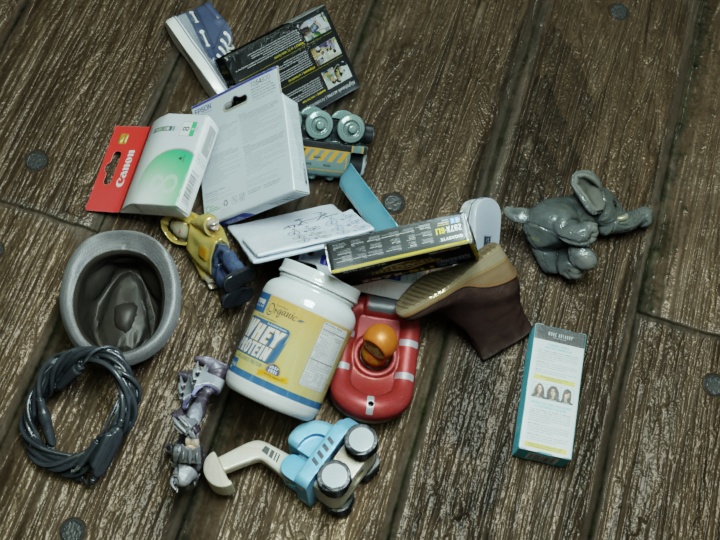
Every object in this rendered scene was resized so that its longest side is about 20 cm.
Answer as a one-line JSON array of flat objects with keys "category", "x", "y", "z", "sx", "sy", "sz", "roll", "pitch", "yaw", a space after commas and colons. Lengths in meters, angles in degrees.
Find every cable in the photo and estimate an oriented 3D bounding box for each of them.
[{"category": "cable", "x": -0.396, "y": 0.192, "z": 1.510, "sx": 0.162, "sy": 0.051, "sz": 0.201, "roll": 27, "pitch": 95, "yaw": 20}]

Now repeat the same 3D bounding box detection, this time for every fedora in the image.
[{"category": "fedora", "x": -0.351, "y": 0.049, "z": 1.582, "sx": 0.175, "sy": 0.090, "sz": 0.202, "roll": -6, "pitch": 75, "yaw": -6}]

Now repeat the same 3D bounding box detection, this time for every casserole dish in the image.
[{"category": "casserole dish", "x": 0.026, "y": -0.082, "z": 1.657, "sx": 0.039, "sy": 0.121, "sz": 0.200, "roll": -37, "pitch": 55, "yaw": 2}]

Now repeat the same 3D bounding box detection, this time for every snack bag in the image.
[{"category": "snack bag", "x": -0.095, "y": -0.063, "z": 1.623, "sx": 0.187, "sy": 0.200, "sz": 0.022, "roll": -14, "pitch": 110, "yaw": -14}]

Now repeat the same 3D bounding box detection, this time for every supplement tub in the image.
[{"category": "supplement tub", "x": -0.094, "y": 0.099, "z": 1.531, "sx": 0.144, "sy": 0.145, "sz": 0.201, "roll": 23, "pitch": 85, "yaw": 4}]

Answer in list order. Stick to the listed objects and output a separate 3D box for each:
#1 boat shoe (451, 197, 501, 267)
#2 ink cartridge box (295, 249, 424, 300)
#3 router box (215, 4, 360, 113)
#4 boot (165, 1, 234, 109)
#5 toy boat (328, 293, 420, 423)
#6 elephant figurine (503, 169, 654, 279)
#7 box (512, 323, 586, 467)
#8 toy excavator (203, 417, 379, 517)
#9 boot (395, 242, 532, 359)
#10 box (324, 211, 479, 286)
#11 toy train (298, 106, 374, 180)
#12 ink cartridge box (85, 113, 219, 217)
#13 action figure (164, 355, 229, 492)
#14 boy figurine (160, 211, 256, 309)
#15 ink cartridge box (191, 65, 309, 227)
[{"category": "boat shoe", "x": 0.177, "y": -0.014, "z": 1.680, "sx": 0.073, "sy": 0.065, "sz": 0.202, "roll": 14, "pitch": 83, "yaw": -31}, {"category": "ink cartridge box", "x": 0.000, "y": 0.000, "z": 1.643, "sx": 0.198, "sy": 0.037, "sz": 0.095, "roll": 14, "pitch": 22, "yaw": -1}, {"category": "router box", "x": -0.117, "y": -0.324, "z": 1.754, "sx": 0.199, "sy": 0.051, "sz": 0.150, "roll": -31, "pitch": 108, "yaw": -18}, {"category": "boot", "x": -0.243, "y": -0.364, "z": 1.784, "sx": 0.090, "sy": 0.073, "sz": 0.201, "roll": -30, "pitch": 72, "yaw": -11}, {"category": "toy boat", "x": 0.024, "y": 0.120, "z": 1.568, "sx": 0.129, "sy": 0.131, "sz": 0.201, "roll": 9, "pitch": 65, "yaw": -2}, {"category": "elephant figurine", "x": 0.357, "y": -0.089, "z": 1.714, "sx": 0.141, "sy": 0.156, "sz": 0.200, "roll": 6, "pitch": 42, "yaw": 44}, {"category": "box", "x": 0.285, "y": 0.187, "z": 1.611, "sx": 0.082, "sy": 0.049, "sz": 0.201, "roll": 13, "pitch": 66, "yaw": -1}, {"category": "toy excavator", "x": -0.096, "y": 0.273, "z": 1.520, "sx": 0.199, "sy": 0.100, "sz": 0.195, "roll": 30, "pitch": 64, "yaw": 21}, {"category": "boot", "x": 0.160, "y": 0.070, "z": 1.599, "sx": 0.199, "sy": 0.072, "sz": 0.167, "roll": -29, "pitch": 117, "yaw": -14}, {"category": "box", "x": 0.062, "y": -0.027, "z": 1.503, "sx": 0.198, "sy": 0.160, "sz": 0.050, "roll": -12, "pitch": 83, "yaw": 8}, {"category": "toy train", "x": -0.077, "y": -0.204, "z": 1.712, "sx": 0.198, "sy": 0.085, "sz": 0.115, "roll": 5, "pitch": 104, "yaw": -18}, {"category": "ink cartridge box", "x": -0.333, "y": -0.167, "z": 1.655, "sx": 0.199, "sy": 0.050, "sz": 0.162, "roll": 6, "pitch": 67, "yaw": 22}, {"category": "action figure", "x": -0.241, "y": 0.222, "z": 1.506, "sx": 0.069, "sy": 0.130, "sz": 0.201, "roll": 17, "pitch": 49, "yaw": -12}, {"category": "boy figurine", "x": -0.233, "y": -0.036, "z": 1.618, "sx": 0.064, "sy": 0.125, "sz": 0.200, "roll": -22, "pitch": 52, "yaw": -33}, {"category": "ink cartridge box", "x": -0.172, "y": -0.187, "z": 1.648, "sx": 0.040, "sy": 0.199, "sz": 0.202, "roll": 5, "pitch": 73, "yaw": -51}]
